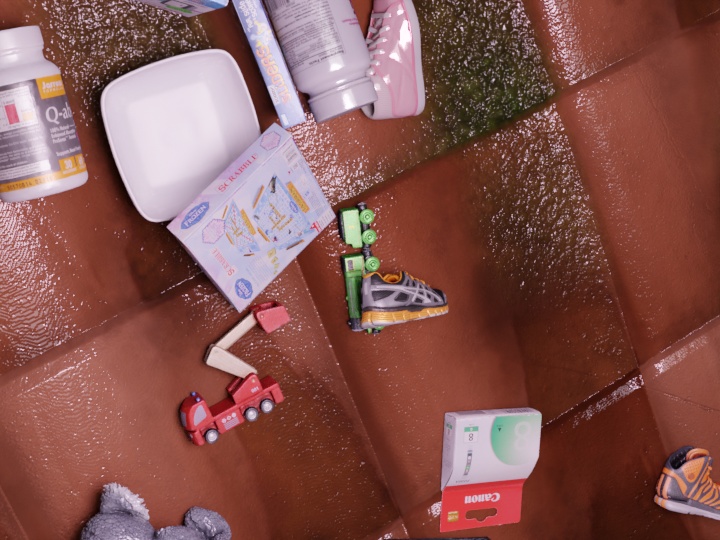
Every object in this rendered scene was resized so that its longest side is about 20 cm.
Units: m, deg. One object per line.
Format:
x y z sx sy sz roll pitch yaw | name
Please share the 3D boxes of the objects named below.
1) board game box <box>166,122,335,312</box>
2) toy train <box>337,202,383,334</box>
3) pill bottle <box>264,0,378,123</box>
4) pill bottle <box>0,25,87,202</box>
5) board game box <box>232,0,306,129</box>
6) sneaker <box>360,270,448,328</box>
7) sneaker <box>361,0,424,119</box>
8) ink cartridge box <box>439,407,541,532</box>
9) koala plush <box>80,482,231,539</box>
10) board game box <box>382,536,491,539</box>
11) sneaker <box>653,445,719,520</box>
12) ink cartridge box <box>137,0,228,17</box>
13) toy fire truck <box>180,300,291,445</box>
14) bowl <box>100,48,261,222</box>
-0.142 -0.067 1.363 0.200 0.041 0.200 -45 147 -11 | board game box
0.000 0.000 1.494 0.056 0.042 0.203 -8 101 -12 | toy train
-0.052 -0.313 1.370 0.112 0.113 0.202 -22 97 -18 | pill bottle
-0.419 -0.194 1.244 0.115 0.116 0.202 -17 104 -20 | pill bottle
-0.126 -0.297 1.341 0.034 0.135 0.202 -21 105 1 | board game box
0.067 0.038 1.478 0.199 0.078 0.078 -4 82 -57 | sneaker
0.028 -0.313 1.438 0.104 0.075 0.203 -18 108 -25 | sneaker
0.211 0.328 1.628 0.159 0.050 0.203 0 96 -23 | ink cartridge box
-0.294 0.392 1.366 0.199 0.184 0.178 33 84 -12 | koala plush
0.118 0.503 1.623 0.198 0.028 0.137 5 97 -24 | board game box
0.625 0.381 1.795 0.198 0.077 0.113 12 94 -24 | sneaker
-0.241 -0.413 1.242 0.145 0.200 0.148 12 94 -24 | ink cartridge box
-0.178 0.145 1.433 0.199 0.049 0.142 -27 107 -17 | toy fire truck
-0.241 -0.183 1.344 0.198 0.075 0.202 -21 106 -19 | bowl
